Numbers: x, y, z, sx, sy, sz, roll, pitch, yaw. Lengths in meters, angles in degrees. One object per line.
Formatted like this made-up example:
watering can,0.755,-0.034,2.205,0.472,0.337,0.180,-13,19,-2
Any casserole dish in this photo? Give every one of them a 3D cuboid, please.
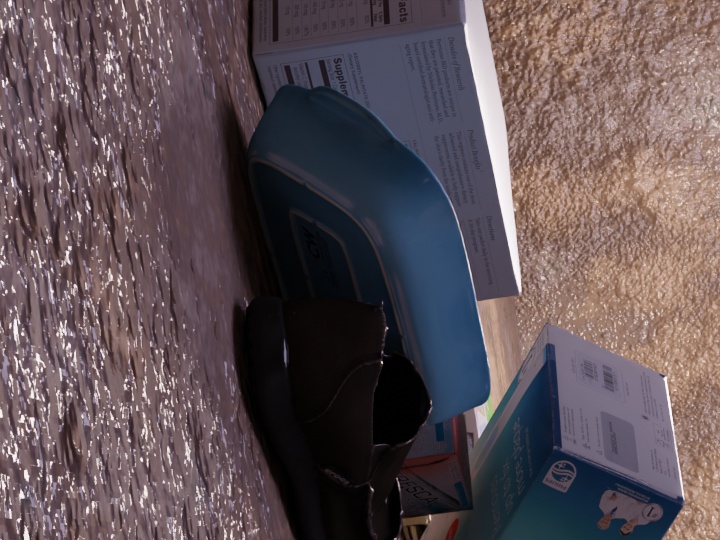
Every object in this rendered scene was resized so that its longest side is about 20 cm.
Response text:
casserole dish,0.000,0.000,1.136,0.121,0.039,0.200,32,-30,35

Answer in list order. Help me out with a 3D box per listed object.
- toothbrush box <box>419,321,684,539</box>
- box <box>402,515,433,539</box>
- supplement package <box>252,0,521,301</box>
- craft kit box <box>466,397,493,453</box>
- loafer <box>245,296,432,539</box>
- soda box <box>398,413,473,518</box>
toothbrush box,0.099,0.156,1.392,0.147,0.085,0.200,-84,-160,-63
box,0.044,0.122,1.649,0.164,0.021,0.201,72,11,-55
supplement package,0.015,-0.100,1.309,0.200,0.110,0.156,76,9,-45
craft kit box,0.071,0.075,1.868,0.200,0.048,0.198,-1,85,-83
loafer,0.000,0.077,1.110,0.200,0.071,0.073,70,13,-60
soda box,0.024,0.042,1.404,0.068,0.063,0.201,72,12,-55
